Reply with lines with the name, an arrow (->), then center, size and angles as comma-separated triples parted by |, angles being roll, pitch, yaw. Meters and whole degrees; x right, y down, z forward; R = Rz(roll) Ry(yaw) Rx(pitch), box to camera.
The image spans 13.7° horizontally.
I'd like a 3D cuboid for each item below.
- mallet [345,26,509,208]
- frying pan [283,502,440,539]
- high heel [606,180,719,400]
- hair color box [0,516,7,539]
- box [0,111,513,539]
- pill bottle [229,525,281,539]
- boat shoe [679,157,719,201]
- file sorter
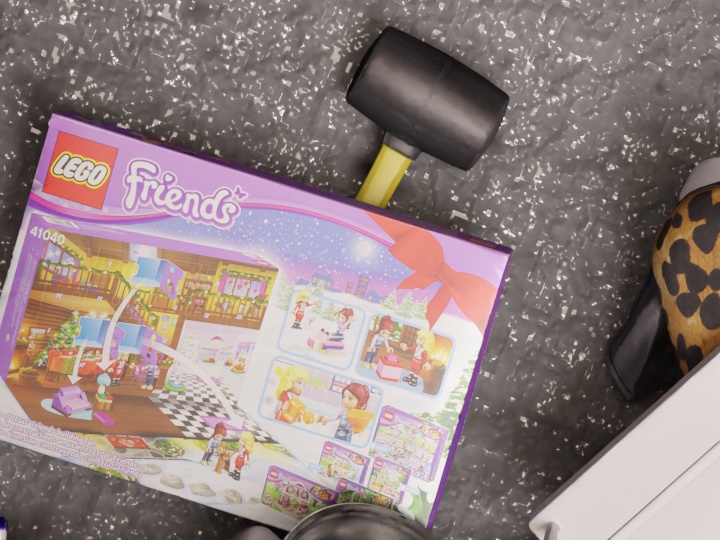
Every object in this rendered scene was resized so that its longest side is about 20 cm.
mallet -> 0.000, 0.000, 1.266 | 0.066, 0.041, 0.201 | 21, 92, -2
frying pan -> 0.000, 0.175, 1.150 | 0.115, 0.031, 0.191 | 32, 48, -20
high heel -> 0.178, 0.064, 1.199 | 0.071, 0.143, 0.200 | -26, 66, -28
hair color box -> -0.208, 0.198, 1.229 | 0.109, 0.065, 0.201 | 6, 88, -7
box -> -0.050, 0.028, 1.235 | 0.199, 0.039, 0.138 | 18, 95, 3
pill bottle -> -0.010, 0.212, 1.224 | 0.113, 0.113, 0.200 | -45, 94, -4
boat shoe -> 0.206, 0.036, 1.264 | 0.200, 0.072, 0.066 | 44, 57, -11
file sorter -> 0.177, 0.139, 1.137 | 0.139, 0.125, 0.200 | -42, 95, 14
